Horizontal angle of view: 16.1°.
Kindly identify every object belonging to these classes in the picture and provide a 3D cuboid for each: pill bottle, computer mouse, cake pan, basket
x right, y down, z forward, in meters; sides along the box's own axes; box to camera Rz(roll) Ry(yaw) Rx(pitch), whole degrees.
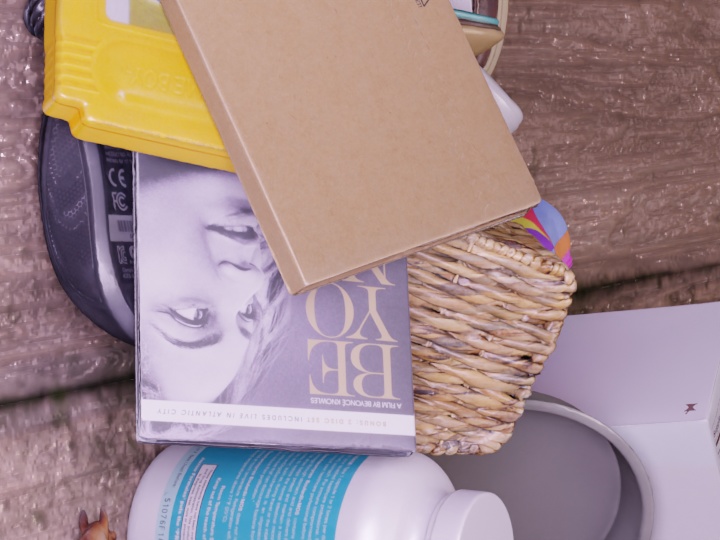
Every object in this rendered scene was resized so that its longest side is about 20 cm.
[{"bbox_3d":[-0.020,0.151,1.388,0.111,0.200,0.111,-2,92,-60],"label":"pill bottle"},{"bbox_3d":[-0.134,-0.052,1.343,0.138,0.053,0.200,10,70,-58],"label":"computer mouse"},{"bbox_3d":[0.084,0.154,1.603,0.037,0.200,0.200,-102,172,-57],"label":"cake pan"},{"bbox_3d":[0.001,0.017,1.447,0.149,0.200,0.143,-126,-122,-75],"label":"basket"}]

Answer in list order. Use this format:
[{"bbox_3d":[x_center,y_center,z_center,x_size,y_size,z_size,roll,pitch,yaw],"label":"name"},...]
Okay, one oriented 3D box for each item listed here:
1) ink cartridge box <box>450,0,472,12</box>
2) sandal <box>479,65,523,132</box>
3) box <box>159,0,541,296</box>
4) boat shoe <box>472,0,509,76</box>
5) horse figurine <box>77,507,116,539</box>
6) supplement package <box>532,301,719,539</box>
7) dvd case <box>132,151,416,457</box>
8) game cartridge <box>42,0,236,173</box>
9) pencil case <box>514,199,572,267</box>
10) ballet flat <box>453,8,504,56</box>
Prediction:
[{"bbox_3d":[-0.001,-0.227,1.488,0.068,0.115,0.200,-51,136,-72],"label":"ink cartridge box"},{"bbox_3d":[0.043,-0.103,1.569,0.050,0.203,0.082,-45,97,-7],"label":"sandal"},{"bbox_3d":[-0.010,-0.101,1.314,0.163,0.021,0.200,-19,82,-35],"label":"box"},{"bbox_3d":[0.048,-0.214,1.640,0.072,0.072,0.200,10,78,-53],"label":"boat shoe"},{"bbox_3d":[-0.143,0.242,1.326,0.200,0.050,0.133,-64,148,-41],"label":"horse figurine"},{"bbox_3d":[0.173,0.148,1.720,0.147,0.191,0.200,-64,143,-54],"label":"supplement package"},{"bbox_3d":[-0.046,-0.004,1.320,0.148,0.016,0.200,5,71,-20],"label":"dvd case"},{"bbox_3d":[-0.078,-0.149,1.323,0.176,0.032,0.200,11,63,-27],"label":"game cartridge"},{"bbox_3d":[0.072,0.024,1.667,0.200,0.088,0.089,-50,132,-49],"label":"pencil case"},{"bbox_3d":[-0.017,-0.133,1.454,0.200,0.069,0.063,10,94,-16],"label":"ballet flat"}]
